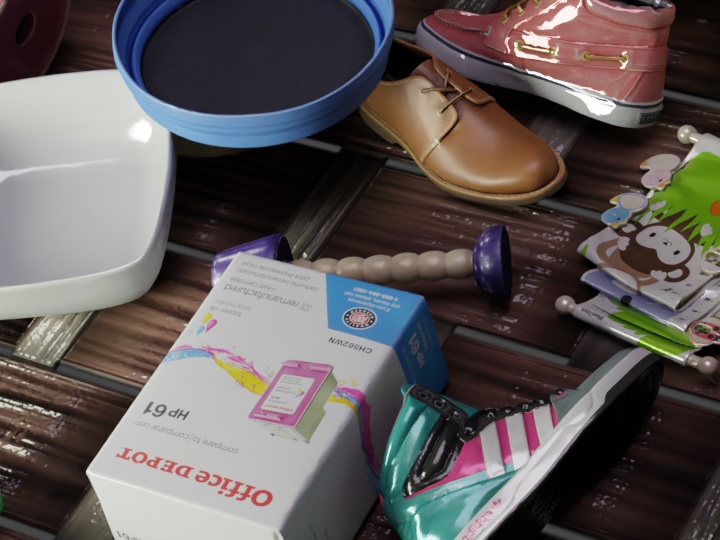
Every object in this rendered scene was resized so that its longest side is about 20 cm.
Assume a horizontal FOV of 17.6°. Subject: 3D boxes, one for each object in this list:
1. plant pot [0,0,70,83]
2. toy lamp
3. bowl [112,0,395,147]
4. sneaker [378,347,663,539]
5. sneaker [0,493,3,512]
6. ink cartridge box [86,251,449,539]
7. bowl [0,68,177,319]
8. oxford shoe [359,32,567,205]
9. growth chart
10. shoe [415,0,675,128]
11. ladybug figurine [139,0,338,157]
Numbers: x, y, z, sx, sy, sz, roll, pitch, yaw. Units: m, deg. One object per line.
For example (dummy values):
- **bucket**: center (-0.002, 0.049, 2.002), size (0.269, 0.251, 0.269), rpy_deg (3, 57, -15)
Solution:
- **plant pot**: center (-0.330, -0.214, 1.785), size (0.179, 0.200, 0.200), rpy_deg (24, 56, 16)
- **toy lamp**: center (0.000, 0.000, 1.561), size (0.200, 0.058, 0.058), rpy_deg (-2, 46, 11)
- **bowl**: center (-0.074, -0.163, 1.645), size (0.201, 0.039, 0.201), rpy_deg (-4, 46, 4)
- **sneaker**: center (0.084, 0.098, 1.425), size (0.121, 0.084, 0.200), rpy_deg (35, 65, 28)
- **sneaker**: center (-0.296, 0.191, 1.447), size (0.084, 0.074, 0.200), rpy_deg (11, 50, 31)
- **ink cartridge box**: center (-0.056, 0.097, 1.461), size (0.145, 0.085, 0.200), rpy_deg (13, 53, 27)
- **bowl**: center (-0.221, -0.044, 1.647), size (0.200, 0.075, 0.200), rpy_deg (-7, 51, 11)
- **oxford shoe**: center (0.063, -0.108, 1.638), size (0.071, 0.071, 0.200), rpy_deg (-40, 51, -22)
- **growth chart**: center (0.218, -0.018, 1.541), size (0.145, 0.018, 0.200), rpy_deg (19, 54, 32)
- **shoe**: center (0.132, -0.174, 1.653), size (0.200, 0.091, 0.071), rpy_deg (22, 26, 30)
- **ladybug figurine**: center (-0.077, -0.157, 1.725), size (0.200, 0.072, 0.136), rpy_deg (-33, 47, -15)
